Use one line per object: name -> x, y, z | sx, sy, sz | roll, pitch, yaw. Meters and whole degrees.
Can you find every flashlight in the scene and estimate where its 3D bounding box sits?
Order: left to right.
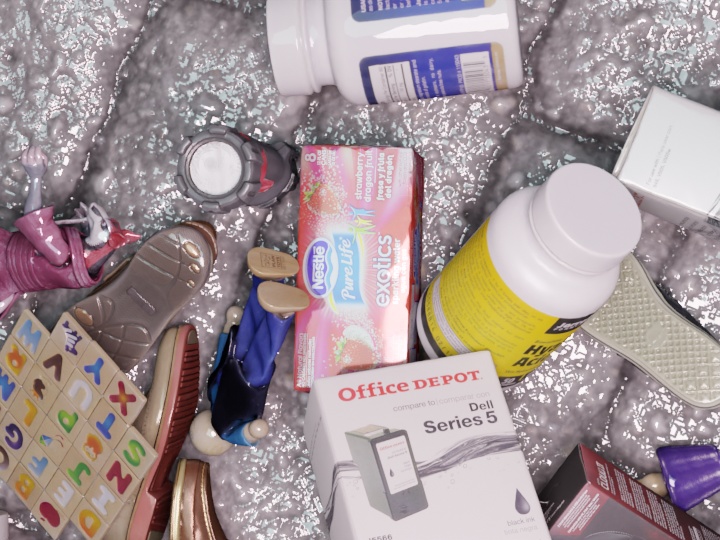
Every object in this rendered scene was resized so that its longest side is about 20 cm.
flashlight -> -0.095, -0.075, 1.376 | 0.067, 0.200, 0.068 | 2, 89, 7

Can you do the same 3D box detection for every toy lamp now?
toy lamp -> 0.199, 0.187, 1.406 | 0.199, 0.058, 0.059 | -18, 87, 5

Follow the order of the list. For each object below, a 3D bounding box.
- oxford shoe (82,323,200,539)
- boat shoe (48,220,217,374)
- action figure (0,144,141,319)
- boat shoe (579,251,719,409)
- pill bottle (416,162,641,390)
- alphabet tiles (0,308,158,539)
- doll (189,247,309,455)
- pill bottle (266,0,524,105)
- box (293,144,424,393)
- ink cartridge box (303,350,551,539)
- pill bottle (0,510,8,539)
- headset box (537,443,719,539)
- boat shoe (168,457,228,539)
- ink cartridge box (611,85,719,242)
oxford shoe -> -0.186, 0.137, 1.449 | 0.074, 0.070, 0.201 | 15, 89, 13
boat shoe -> -0.188, 0.028, 1.452 | 0.200, 0.072, 0.076 | -37, 98, 24
action figure -> -0.274, -0.008, 1.417 | 0.199, 0.134, 0.150 | -5, 66, 27
boat shoe -> 0.226, 0.040, 1.405 | 0.200, 0.062, 0.075 | 43, 92, 21
pill bottle -> 0.132, 0.004, 1.339 | 0.111, 0.200, 0.112 | 13, 55, -19
alphabet tiles -> -0.247, 0.131, 1.426 | 0.166, 0.006, 0.200 | 46, 129, 12
doll -> -0.095, 0.075, 1.410 | 0.048, 0.137, 0.201 | 5, 130, -22
pill bottle -> 0.029, -0.197, 1.404 | 0.199, 0.120, 0.120 | -5, 88, 7
box -> 0.000, 0.000, 1.413 | 0.095, 0.100, 0.201 | 2, 90, 7
ink cartridge box -> 0.050, 0.172, 1.290 | 0.145, 0.084, 0.201 | -9, 57, -13
pill bottle -> -0.333, 0.304, 1.441 | 0.112, 0.113, 0.201 | -1, 88, 7
headset box -> 0.195, 0.245, 1.357 | 0.200, 0.077, 0.149 | 34, 106, -10
boat shoe -> -0.121, 0.253, 1.441 | 0.067, 0.072, 0.201 | -5, 94, 2
ink cartridge box -> 0.300, -0.064, 1.354 | 0.199, 0.147, 0.083 | 22, 90, 6
